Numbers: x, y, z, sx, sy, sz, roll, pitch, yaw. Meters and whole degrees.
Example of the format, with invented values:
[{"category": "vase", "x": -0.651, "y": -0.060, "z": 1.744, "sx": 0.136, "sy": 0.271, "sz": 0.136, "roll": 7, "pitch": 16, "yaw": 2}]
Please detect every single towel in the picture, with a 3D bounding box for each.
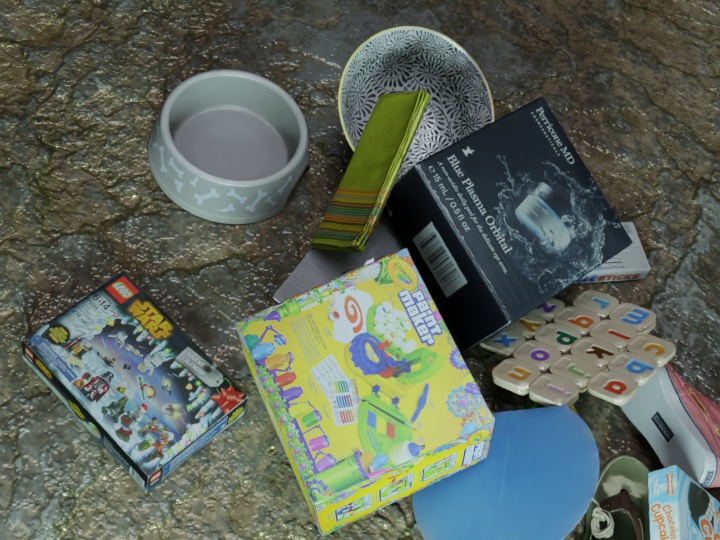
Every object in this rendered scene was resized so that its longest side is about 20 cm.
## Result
[{"category": "towel", "x": 0.010, "y": -0.112, "z": 1.338, "sx": 0.018, "sy": 0.085, "sz": 0.202, "roll": 37, "pitch": 69, "yaw": -38}]

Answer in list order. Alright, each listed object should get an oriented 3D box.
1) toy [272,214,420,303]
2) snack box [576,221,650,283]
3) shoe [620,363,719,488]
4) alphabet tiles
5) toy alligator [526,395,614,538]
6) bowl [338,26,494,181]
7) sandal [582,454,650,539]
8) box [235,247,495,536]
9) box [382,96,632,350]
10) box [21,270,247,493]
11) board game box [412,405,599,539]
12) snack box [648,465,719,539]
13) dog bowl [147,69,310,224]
[{"category": "toy", "x": 0.000, "y": 0.000, "z": 1.365, "sx": 0.114, "sy": 0.047, "sz": 0.201, "roll": 35, "pitch": 60, "yaw": 6}, {"category": "snack box", "x": 0.249, "y": -0.020, "z": 1.456, "sx": 0.196, "sy": 0.024, "sz": 0.073, "roll": -3, "pitch": 58, "yaw": -16}, {"category": "shoe", "x": 0.354, "y": 0.157, "z": 1.339, "sx": 0.090, "sy": 0.072, "sz": 0.202, "roll": 8, "pitch": 41, "yaw": -34}, {"category": "alphabet tiles", "x": 0.237, "y": 0.085, "z": 1.332, "sx": 0.194, "sy": 0.015, "sz": 0.199, "roll": 21, "pitch": 41, "yaw": 38}, {"category": "toy alligator", "x": 0.212, "y": 0.185, "z": 1.257, "sx": 0.059, "sy": 0.054, "sz": 0.201, "roll": -30, "pitch": 43, "yaw": 8}, {"category": "bowl", "x": 0.054, "y": -0.182, "z": 1.458, "sx": 0.197, "sy": 0.094, "sz": 0.205, "roll": 3, "pitch": 80, "yaw": -18}, {"category": "sandal", "x": 0.262, "y": 0.276, "z": 1.233, "sx": 0.079, "sy": 0.058, "sz": 0.202, "roll": 26, "pitch": 54, "yaw": 5}, {"category": "box", "x": 0.004, "y": 0.120, "z": 1.203, "sx": 0.190, "sy": 0.122, "sz": 0.202, "roll": -22, "pitch": 65, "yaw": -9}, {"category": "box", "x": 0.159, "y": -0.054, "z": 1.344, "sx": 0.198, "sy": 0.117, "sz": 0.198, "roll": -29, "pitch": 85, "yaw": -28}, {"category": "box", "x": -0.230, "y": 0.109, "z": 1.234, "sx": 0.200, "sy": 0.040, "sz": 0.136, "roll": 42, "pitch": 56, "yaw": 16}, {"category": "board game box", "x": 0.151, "y": 0.218, "z": 1.223, "sx": 0.197, "sy": 0.039, "sz": 0.160, "roll": -10, "pitch": 44, "yaw": 25}, {"category": "snack box", "x": 0.333, "y": 0.312, "z": 1.204, "sx": 0.116, "sy": 0.037, "sz": 0.202, "roll": 38, "pitch": 44, "yaw": -35}, {"category": "dog bowl", "x": -0.151, "y": -0.153, "z": 1.425, "sx": 0.196, "sy": 0.059, "sz": 0.203, "roll": 7, "pitch": 55, "yaw": -10}]
